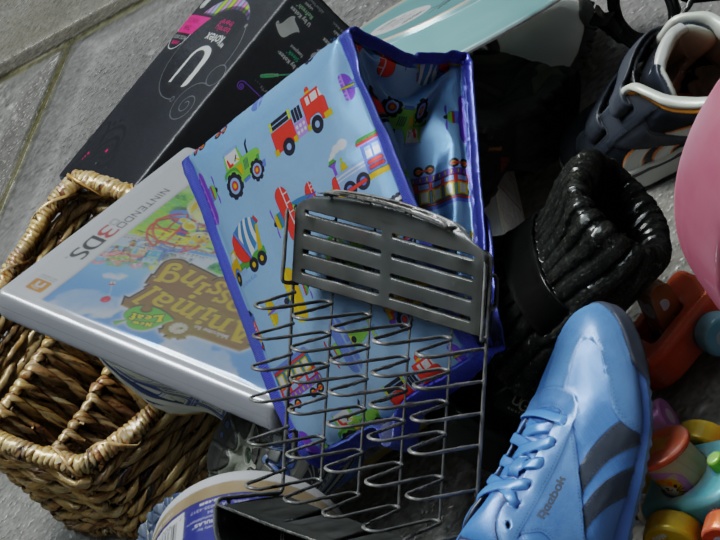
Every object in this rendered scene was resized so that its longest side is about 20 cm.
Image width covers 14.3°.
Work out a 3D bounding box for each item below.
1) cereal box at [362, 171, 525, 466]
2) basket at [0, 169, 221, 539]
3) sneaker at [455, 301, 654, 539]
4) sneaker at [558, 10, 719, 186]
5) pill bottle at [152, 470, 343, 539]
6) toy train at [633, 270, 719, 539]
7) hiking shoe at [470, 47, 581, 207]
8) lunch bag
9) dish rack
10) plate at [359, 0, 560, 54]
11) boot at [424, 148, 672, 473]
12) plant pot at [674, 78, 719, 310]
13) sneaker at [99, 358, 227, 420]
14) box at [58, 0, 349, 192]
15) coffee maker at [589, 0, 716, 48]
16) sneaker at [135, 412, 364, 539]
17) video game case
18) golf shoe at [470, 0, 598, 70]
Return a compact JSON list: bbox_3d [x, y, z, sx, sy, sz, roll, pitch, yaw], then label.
[{"bbox_3d":[0.037,0.014,1.714,0.144,0.040,0.200,-37,29,17],"label":"cereal box"},{"bbox_3d":[-0.153,0.051,1.814,0.142,0.149,0.201,0,51,54],"label":"basket"},{"bbox_3d":[0.089,0.110,1.391,0.066,0.078,0.202,-4,75,65],"label":"sneaker"},{"bbox_3d":[0.174,-0.101,1.635,0.199,0.079,0.079,-12,43,50],"label":"sneaker"},{"bbox_3d":[-0.059,0.210,1.508,0.115,0.116,0.201,-33,31,23],"label":"pill bottle"},{"bbox_3d":[0.163,0.063,1.456,0.150,0.056,0.200,-47,27,0],"label":"toy train"},{"bbox_3d":[0.040,-0.079,1.694,0.100,0.076,0.199,24,34,36],"label":"hiking shoe"},{"bbox_3d":[0.000,0.000,1.507,0.150,0.094,0.201,-35,58,41],"label":"lunch bag"},{"bbox_3d":[0.001,0.064,1.437,0.153,0.054,0.201,15,107,39],"label":"dish rack"},{"bbox_3d":[0.052,-0.152,1.703,0.199,0.026,0.200,-26,13,6],"label":"plate"},{"bbox_3d":[0.081,-0.008,1.529,0.158,0.079,0.211,-59,34,21],"label":"boot"},{"bbox_3d":[0.264,-0.008,1.285,0.200,0.200,0.179,-41,43,11],"label":"plant pot"},{"bbox_3d":[-0.086,0.051,1.671,0.199,0.088,0.076,2,66,41],"label":"sneaker"},{"bbox_3d":[-0.092,-0.099,1.973,0.200,0.106,0.122,-52,27,-9],"label":"box"},{"bbox_3d":[0.256,-0.203,1.625,0.200,0.134,0.193,12,83,60],"label":"coffee maker"},{"bbox_3d":[-0.061,0.151,1.647,0.200,0.085,0.077,-50,45,40],"label":"sneaker"},{"bbox_3d":[-0.076,0.005,1.651,0.199,0.022,0.182,21,42,28],"label":"video game case"},{"bbox_3d":[0.058,-0.118,1.803,0.200,0.095,0.078,-38,27,12],"label":"golf shoe"}]
